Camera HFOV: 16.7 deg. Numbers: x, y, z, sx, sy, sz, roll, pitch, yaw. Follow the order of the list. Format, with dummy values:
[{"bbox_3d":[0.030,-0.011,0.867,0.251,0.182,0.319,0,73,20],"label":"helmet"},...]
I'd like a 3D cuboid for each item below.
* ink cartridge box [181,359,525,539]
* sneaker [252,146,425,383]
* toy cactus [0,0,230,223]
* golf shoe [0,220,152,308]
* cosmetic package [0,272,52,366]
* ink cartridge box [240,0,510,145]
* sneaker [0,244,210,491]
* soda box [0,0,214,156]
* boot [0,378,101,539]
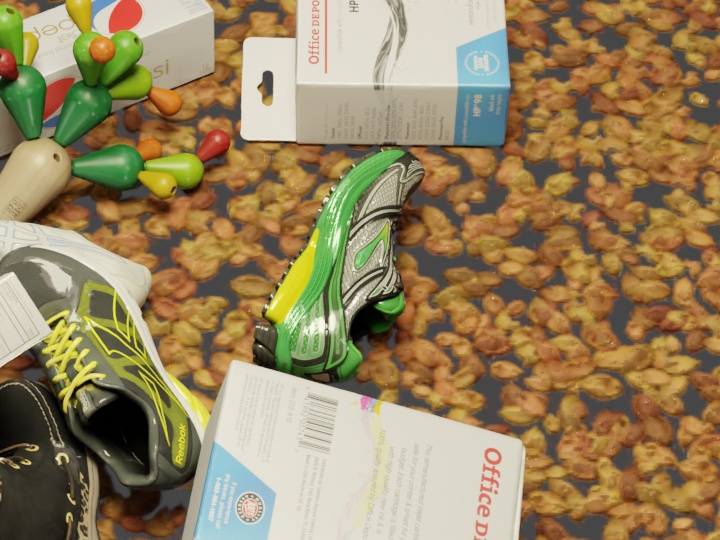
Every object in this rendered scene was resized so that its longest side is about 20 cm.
[{"bbox_3d":[-0.005,0.158,1.537,0.200,0.085,0.145,15,50,-6],"label":"ink cartridge box"},{"bbox_3d":[0.000,0.000,1.715,0.085,0.078,0.200,23,61,8],"label":"sneaker"},{"bbox_3d":[-0.202,-0.098,1.755,0.165,0.200,0.102,-52,33,-1],"label":"toy cactus"},{"bbox_3d":[-0.240,-0.002,1.716,0.200,0.078,0.097,22,25,19],"label":"golf shoe"},{"bbox_3d":[-0.274,0.056,1.573,0.083,0.200,0.051,-33,95,-29],"label":"cosmetic package"},{"bbox_3d":[0.010,-0.157,1.845,0.200,0.067,0.116,0,50,-2],"label":"ink cartridge box"},{"bbox_3d":[-0.171,0.062,1.595,0.200,0.074,0.085,47,16,8],"label":"sneaker"},{"bbox_3d":[-0.210,-0.156,1.835,0.200,0.068,0.064,-23,54,-21],"label":"soda box"},{"bbox_3d":[-0.230,0.129,1.532,0.073,0.151,0.200,-26,53,16],"label":"boot"}]
